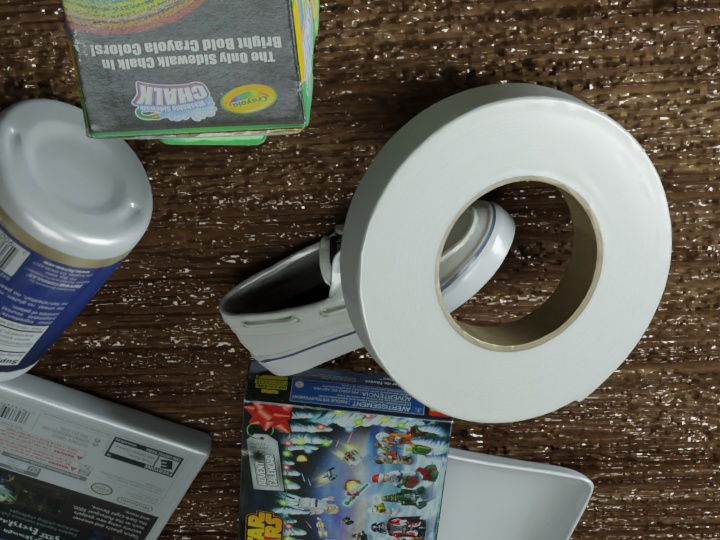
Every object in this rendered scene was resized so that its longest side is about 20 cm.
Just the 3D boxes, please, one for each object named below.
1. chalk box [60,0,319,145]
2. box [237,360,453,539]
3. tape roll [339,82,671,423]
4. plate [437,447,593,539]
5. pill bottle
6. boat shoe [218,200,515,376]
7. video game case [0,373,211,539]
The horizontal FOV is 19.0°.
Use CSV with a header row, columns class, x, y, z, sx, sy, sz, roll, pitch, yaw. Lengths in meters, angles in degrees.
class,x,y,z,sx,sy,sz,roll,pitch,yaw
chalk box,-0.088,-0.152,1.144,0.124,0.124,0.201,-1,135,4
box,-0.013,0.149,1.443,0.136,0.040,0.201,6,133,1
tape roll,0.086,-0.008,1.259,0.202,0.037,0.204,-6,110,-18
plate,0.043,0.183,1.520,0.199,0.032,0.200,11,134,-7
pill bottle,-0.219,-0.002,1.305,0.111,0.111,0.200,27,130,-21
boat shoe,0.000,0.000,1.325,0.199,0.072,0.066,-22,131,32
video game case,-0.229,0.144,1.509,0.199,0.023,0.182,20,132,-16
